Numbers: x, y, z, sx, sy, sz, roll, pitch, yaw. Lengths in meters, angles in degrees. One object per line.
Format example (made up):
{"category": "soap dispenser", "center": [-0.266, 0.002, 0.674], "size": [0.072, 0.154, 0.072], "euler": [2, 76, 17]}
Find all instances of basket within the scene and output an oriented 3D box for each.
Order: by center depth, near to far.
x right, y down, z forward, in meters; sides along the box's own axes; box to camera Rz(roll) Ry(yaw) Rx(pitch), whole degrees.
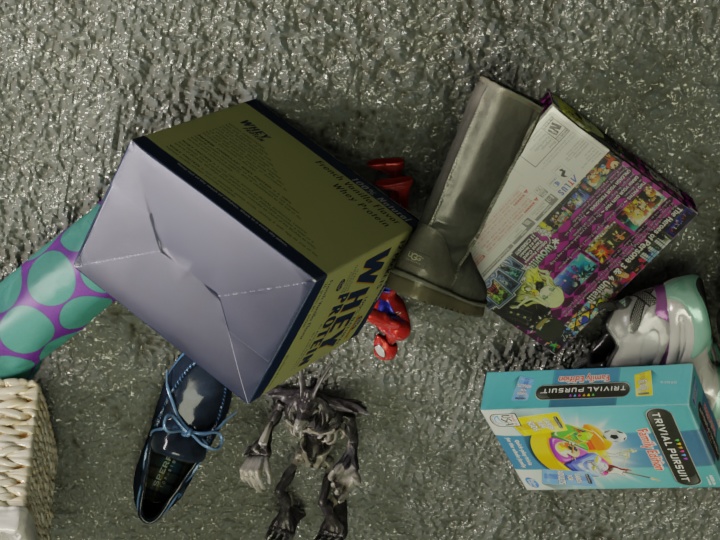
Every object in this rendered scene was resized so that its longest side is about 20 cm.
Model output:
{"category": "basket", "center": [-0.392, 0.207, 1.651], "size": [0.198, 0.161, 0.200], "euler": [2, 151, -1]}

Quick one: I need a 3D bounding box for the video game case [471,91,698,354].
{"category": "video game case", "center": [0.177, -0.040, 1.617], "size": [0.181, 0.036, 0.200], "euler": [34, 115, -18]}

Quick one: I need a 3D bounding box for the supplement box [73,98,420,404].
{"category": "supplement box", "center": [-0.093, -0.023, 1.495], "size": [0.200, 0.200, 0.134], "euler": [37, 118, 13]}

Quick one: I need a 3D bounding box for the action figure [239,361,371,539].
{"category": "action figure", "center": [-0.051, 0.187, 1.715], "size": [0.119, 0.102, 0.200], "euler": [6, 123, 10]}

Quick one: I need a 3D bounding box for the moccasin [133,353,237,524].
{"category": "moccasin", "center": [-0.170, 0.168, 1.720], "size": [0.080, 0.068, 0.200], "euler": [14, 119, -8]}

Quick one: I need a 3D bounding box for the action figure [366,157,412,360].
{"category": "action figure", "center": [0.000, 0.000, 1.624], "size": [0.099, 0.065, 0.200], "euler": [-7, 120, -6]}

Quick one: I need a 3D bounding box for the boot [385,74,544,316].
{"category": "boot", "center": [0.102, -0.063, 1.534], "size": [0.072, 0.182, 0.200], "euler": [20, 92, 17]}

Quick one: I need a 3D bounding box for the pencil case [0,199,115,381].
{"category": "pencil case", "center": [-0.271, 0.017, 1.623], "size": [0.200, 0.085, 0.092], "euler": [-37, 152, 19]}

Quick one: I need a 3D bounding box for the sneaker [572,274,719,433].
{"category": "sneaker", "center": [0.273, 0.093, 1.672], "size": [0.140, 0.078, 0.200], "euler": [-12, 125, 13]}

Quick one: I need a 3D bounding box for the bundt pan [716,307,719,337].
{"category": "bundt pan", "center": [0.421, 0.038, 1.628], "size": [0.201, 0.076, 0.202], "euler": [-5, 120, -9]}

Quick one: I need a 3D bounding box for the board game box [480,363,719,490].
{"category": "board game box", "center": [0.233, 0.151, 1.663], "size": [0.199, 0.047, 0.151], "euler": [-4, 143, 24]}
